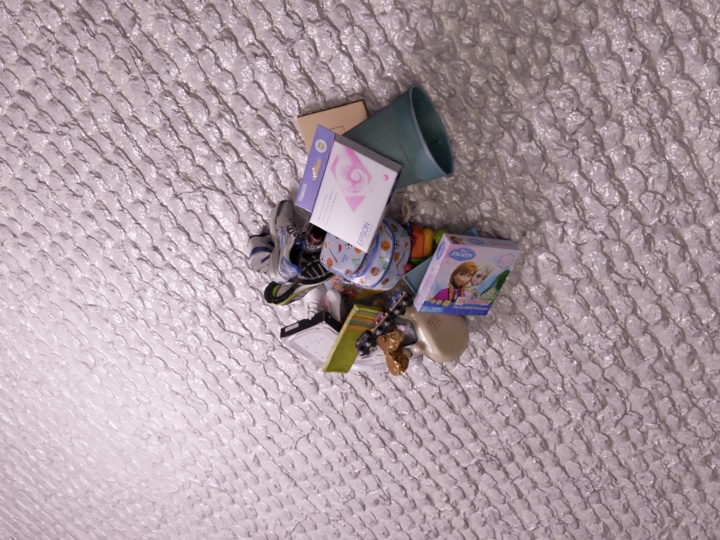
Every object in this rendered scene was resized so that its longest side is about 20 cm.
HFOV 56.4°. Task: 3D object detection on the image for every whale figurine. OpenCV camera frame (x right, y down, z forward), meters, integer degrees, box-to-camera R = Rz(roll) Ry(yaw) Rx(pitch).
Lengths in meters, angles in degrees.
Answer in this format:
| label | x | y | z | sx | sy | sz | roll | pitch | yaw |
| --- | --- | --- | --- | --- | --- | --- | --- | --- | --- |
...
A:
| label | x | y | z | sx | sy | sz | roll | pitch | yaw |
| --- | --- | --- | --- | --- | --- | --- | --- | --- | --- |
| whale figurine | 0.172 | 0.140 | 1.665 | 0.199 | 0.160 | 0.104 | 37 | 162 | -6 |

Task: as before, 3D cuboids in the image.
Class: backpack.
| label | x | y | z | sx | sy | sz | roll | pitch | yaw |
| --- | --- | --- | --- | --- | --- | --- | --- | --- | --- |
| backpack | 0.014 | -0.049 | 1.512 | 0.189 | 0.153 | 0.203 | 25 | 106 | 32 |

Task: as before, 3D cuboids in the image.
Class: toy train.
| label | x | y | z | sx | sy | sz | roll | pitch | yaw |
| --- | --- | --- | --- | --- | --- | --- | --- | --- | --- |
| toy train | 0.150 | -0.083 | 1.560 | 0.113 | 0.085 | 0.203 | 1 | 121 | 0 |
| toy train | 0.055 | 0.122 | 1.601 | 0.201 | 0.046 | 0.034 | -49 | 146 | 14 |

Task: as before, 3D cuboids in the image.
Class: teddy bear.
| label | x | y | z | sx | sy | sz | roll | pitch | yaw |
| --- | --- | --- | --- | --- | --- | --- | --- | --- | --- |
| teddy bear | 0.074 | 0.159 | 1.677 | 0.066 | 0.202 | 0.146 | -20 | 153 | -22 |

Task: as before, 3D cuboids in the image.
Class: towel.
| label | x | y | z | sx | sy | sz | roll | pitch | yaw |
| --- | --- | --- | --- | --- | --- | --- | --- | --- | --- |
| towel | -0.020 | 0.171 | 1.631 | 0.085 | 0.018 | 0.202 | 11 | 117 | -35 |

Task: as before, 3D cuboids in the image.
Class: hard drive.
| label | x | y | z | sx | sy | sz | roll | pitch | yaw |
| --- | --- | --- | --- | --- | --- | --- | --- | --- | --- |
| hard drive | -0.089 | 0.180 | 1.672 | 0.138 | 0.038 | 0.200 | -22 | 140 | 23 |

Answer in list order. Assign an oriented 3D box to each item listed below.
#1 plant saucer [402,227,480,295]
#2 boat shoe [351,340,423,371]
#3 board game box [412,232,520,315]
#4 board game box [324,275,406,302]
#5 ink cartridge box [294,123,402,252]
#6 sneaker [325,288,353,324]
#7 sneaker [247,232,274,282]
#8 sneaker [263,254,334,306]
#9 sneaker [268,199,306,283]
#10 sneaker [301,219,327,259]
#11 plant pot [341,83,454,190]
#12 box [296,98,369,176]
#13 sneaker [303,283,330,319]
| label | x | y | z | sx | sy | sz | roll | pitch | yaw |
| --- | --- | --- | --- | --- | --- | --- | --- | --- | --- |
| plant saucer | 0.193 | -0.023 | 1.556 | 0.198 | 0.019 | 0.070 | -34 | 123 | 8 |
| boat shoe | 0.065 | 0.217 | 1.767 | 0.196 | 0.074 | 0.068 | -7 | 104 | 6 |
| board game box | 0.246 | 0.014 | 1.561 | 0.197 | 0.041 | 0.202 | 3 | 126 | -25 |
| board game box | 0.000 | 0.000 | 1.665 | 0.197 | 0.034 | 0.136 | -20 | 114 | 23 |
| ink cartridge box | -0.035 | -0.165 | 1.370 | 0.198 | 0.043 | 0.198 | 27 | 125 | 9 |
| sneaker | -0.033 | 0.104 | 1.690 | 0.081 | 0.077 | 0.201 | -26 | 144 | -10 |
| sneaker | -0.221 | -0.031 | 1.673 | 0.080 | 0.116 | 0.200 | -27 | 144 | 7 |
| sneaker | -0.140 | 0.026 | 1.648 | 0.197 | 0.081 | 0.075 | -26 | 75 | 4 |
| sneaker | -0.162 | -0.073 | 1.584 | 0.084 | 0.204 | 0.077 | -13 | 161 | 31 |
| sneaker | -0.105 | -0.088 | 1.597 | 0.079 | 0.087 | 0.201 | 25 | 134 | 0 |
| plant pot | 0.067 | -0.254 | 1.404 | 0.194 | 0.201 | 0.202 | -20 | 114 | 24 |
| box | -0.038 | -0.271 | 1.522 | 0.161 | 0.021 | 0.203 | -10 | 116 | 17 |
| sneaker | -0.110 | 0.120 | 1.719 | 0.077 | 0.100 | 0.203 | -3 | 119 | 26 |
